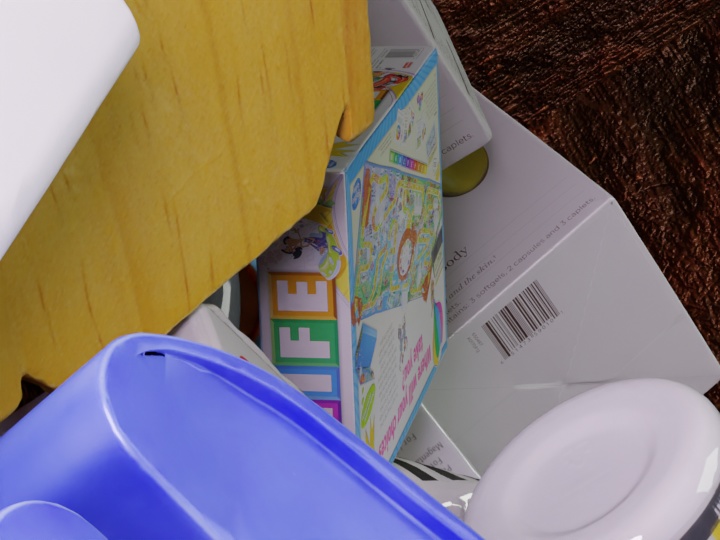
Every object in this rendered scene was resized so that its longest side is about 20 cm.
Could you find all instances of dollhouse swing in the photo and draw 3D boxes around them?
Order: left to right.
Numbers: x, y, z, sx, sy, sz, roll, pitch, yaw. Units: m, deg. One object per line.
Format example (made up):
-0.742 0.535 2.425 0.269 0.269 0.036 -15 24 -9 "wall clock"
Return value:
-0.125 -0.087 0.693 0.200 0.175 0.182 -43 137 -46 "dollhouse swing"

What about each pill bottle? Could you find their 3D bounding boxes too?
0.132 0.147 0.914 0.200 0.112 0.112 54 9 -26 "pill bottle"

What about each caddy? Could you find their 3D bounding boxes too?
-0.032 0.113 0.526 0.200 0.105 0.142 40 33 -7 "caddy"

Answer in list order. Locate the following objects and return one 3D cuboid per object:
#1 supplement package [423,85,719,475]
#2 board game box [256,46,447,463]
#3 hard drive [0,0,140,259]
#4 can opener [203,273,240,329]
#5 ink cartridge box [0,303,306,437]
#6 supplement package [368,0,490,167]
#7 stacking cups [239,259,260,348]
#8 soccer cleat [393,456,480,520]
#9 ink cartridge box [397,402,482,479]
0.059 0.014 1.279 0.151 0.152 0.200 53 -5 -38 "supplement package"
0.000 0.000 0.912 0.200 0.034 0.135 -57 146 -70 "board game box"
-0.126 -0.036 0.491 0.132 0.026 0.200 56 40 -28 "hard drive"
-0.056 -0.020 0.833 0.053 0.067 0.201 90 18 -52 "can opener"
-0.021 0.130 0.705 0.144 0.084 0.200 49 14 -52 "ink cartridge box"
-0.060 -0.132 1.150 0.200 0.151 0.151 55 9 -32 "supplement package"
-0.057 0.019 1.018 0.061 0.060 0.200 60 10 4 "stacking cups"
0.035 0.112 0.951 0.199 0.069 0.085 21 18 -13 "soccer cleat"
0.046 0.128 1.092 0.200 0.057 0.163 55 -6 8 "ink cartridge box"
